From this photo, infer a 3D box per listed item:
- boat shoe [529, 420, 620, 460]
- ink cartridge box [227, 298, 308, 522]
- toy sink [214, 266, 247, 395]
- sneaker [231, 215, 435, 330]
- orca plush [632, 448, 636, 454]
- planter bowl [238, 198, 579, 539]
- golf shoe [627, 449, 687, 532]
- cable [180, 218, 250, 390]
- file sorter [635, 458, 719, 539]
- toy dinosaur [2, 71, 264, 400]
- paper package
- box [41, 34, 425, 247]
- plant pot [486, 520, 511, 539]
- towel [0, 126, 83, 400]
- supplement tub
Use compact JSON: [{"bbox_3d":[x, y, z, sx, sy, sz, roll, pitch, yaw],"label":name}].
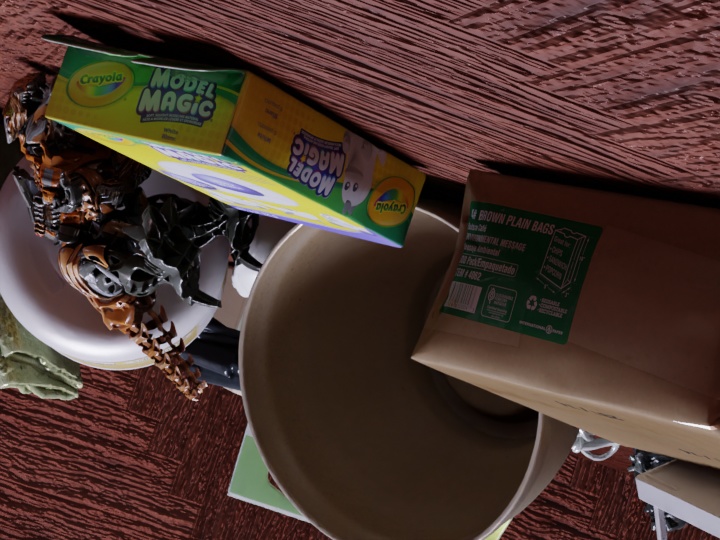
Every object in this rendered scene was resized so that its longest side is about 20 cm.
[{"bbox_3d":[0.125,0.077,1.381,0.201,0.086,0.075,16,174,35],"label":"boat shoe"},{"bbox_3d":[-0.046,0.095,1.871,0.048,0.201,0.145,13,172,42],"label":"ink cartridge box"},{"bbox_3d":[-0.065,0.066,2.117,0.130,0.113,0.200,20,179,-17],"label":"toy sink"},{"bbox_3d":[0.000,0.000,1.405,0.099,0.078,0.200,25,-172,29],"label":"sneaker"},{"bbox_3d":[0.190,0.068,1.501,0.200,0.105,0.071,-13,-117,-47],"label":"orca plush"},{"bbox_3d":[0.051,0.051,1.308,0.200,0.201,0.135,14,-164,33],"label":"planter bowl"},{"bbox_3d":[0.253,0.108,1.422,0.094,0.078,0.200,-13,178,-31],"label":"golf shoe"},{"bbox_3d":[-0.078,0.019,1.683,0.199,0.051,0.164,11,128,36],"label":"cable"},{"bbox_3d":[0.270,0.147,1.212,0.199,0.125,0.139,-20,-158,-25],"label":"file sorter"},{"bbox_3d":[-0.129,-0.023,1.322,0.135,0.102,0.200,-6,137,37],"label":"toy dinosaur"},{"bbox_3d":[0.161,0.034,1.116,0.190,0.104,0.200,24,173,-41],"label":"paper package"},{"bbox_3d":[-0.066,-0.066,1.156,0.117,0.049,0.200,14,171,34],"label":"box"},{"bbox_3d":[0.055,0.094,1.793,0.199,0.188,0.187,31,175,3],"label":"plant pot"},{"bbox_3d":[-0.240,-0.010,1.588,0.036,0.201,0.148,-15,168,8],"label":"towel"},{"bbox_3d":[-0.155,-0.011,1.467,0.144,0.145,0.200,18,174,-2],"label":"supplement tub"}]
